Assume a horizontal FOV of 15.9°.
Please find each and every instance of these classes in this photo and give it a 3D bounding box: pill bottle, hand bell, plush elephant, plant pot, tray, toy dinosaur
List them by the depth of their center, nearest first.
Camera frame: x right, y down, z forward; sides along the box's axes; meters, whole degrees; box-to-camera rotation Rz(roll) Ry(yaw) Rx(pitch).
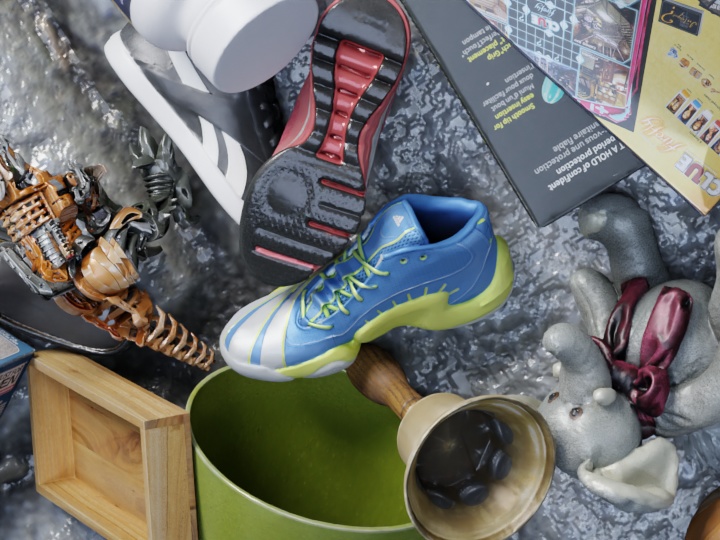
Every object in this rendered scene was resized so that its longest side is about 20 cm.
[{"bbox_3d":[-0.117,-0.208,1.602,0.111,0.111,0.200,-47,67,16],"label":"pill bottle"},{"bbox_3d":[0.166,0.066,1.625,0.165,0.155,0.201,23,131,47],"label":"plush elephant"},{"bbox_3d":[0.032,0.090,1.651,0.104,0.200,0.104,-10,114,-23],"label":"hand bell"},{"bbox_3d":[-0.174,-0.012,1.672,0.102,0.136,0.200,-9,121,30],"label":"toy dinosaur"},{"bbox_3d":[-0.164,0.120,1.690,0.037,0.200,0.099,-10,105,-28],"label":"tray"},{"bbox_3d":[-0.045,0.192,1.702,0.187,0.187,0.200,18,119,5],"label":"plant pot"}]

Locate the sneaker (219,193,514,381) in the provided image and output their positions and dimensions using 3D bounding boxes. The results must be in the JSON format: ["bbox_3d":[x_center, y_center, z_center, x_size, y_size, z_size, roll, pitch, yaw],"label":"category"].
[{"bbox_3d":[0.000,0.000,1.657,0.199,0.076,0.105,-18,138,-9],"label":"sneaker"}]

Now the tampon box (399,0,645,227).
[{"bbox_3d":[0.119,-0.154,1.594,0.150,0.126,0.200,-31,97,5],"label":"tampon box"}]

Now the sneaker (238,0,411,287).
[{"bbox_3d":[-0.014,-0.082,1.636,0.074,0.087,0.201,24,101,4],"label":"sneaker"}]

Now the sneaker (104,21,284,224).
[{"bbox_3d":[-0.064,-0.106,1.673,0.112,0.073,0.200,-40,94,15],"label":"sneaker"}]

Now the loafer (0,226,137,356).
[{"bbox_3d":[-0.241,0.006,1.729,0.200,0.072,0.073,25,105,2],"label":"loafer"}]

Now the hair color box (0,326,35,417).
[{"bbox_3d":[-0.314,0.114,1.760,0.100,0.061,0.200,33,109,13],"label":"hair color box"}]

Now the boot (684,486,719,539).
[{"bbox_3d":[0.289,0.141,1.631,0.200,0.155,0.077,-29,97,15],"label":"boot"}]

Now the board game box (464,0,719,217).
[{"bbox_3d":[0.172,-0.148,1.513,0.200,0.035,0.136,42,95,-6],"label":"board game box"}]

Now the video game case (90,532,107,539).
[{"bbox_3d":[-0.178,0.311,1.750,0.182,0.022,0.200,-52,51,23],"label":"video game case"}]
